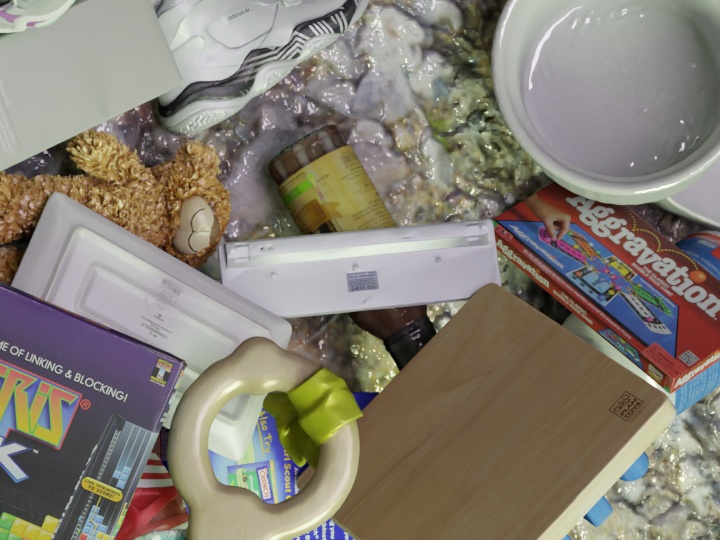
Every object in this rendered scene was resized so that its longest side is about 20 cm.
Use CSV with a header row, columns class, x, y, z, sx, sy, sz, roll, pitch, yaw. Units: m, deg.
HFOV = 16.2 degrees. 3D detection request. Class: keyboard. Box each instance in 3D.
class,x,y,z,sx,sy,sz,roll,pitch,yaw
keyboard,0.000,0.000,1.768,0.198,0.011,0.057,-5,86,-11

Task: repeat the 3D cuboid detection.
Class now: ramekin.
class,x,y,z,sx,sy,sz,roll,pitch,yaw
ramekin,0.199,-0.145,1.905,0.199,0.098,0.202,-1,79,5

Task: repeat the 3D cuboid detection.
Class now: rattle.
class,x,y,z,sx,sy,sz,roll,pitch,yaw
rattle,-0.087,0.149,1.668,0.130,0.143,0.201,29,81,-15

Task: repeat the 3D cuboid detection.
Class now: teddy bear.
class,x,y,z,sx,sy,sz,roll,pitch,yaw
teddy bear,-0.171,-0.027,1.721,0.199,0.067,0.146,9,86,-32

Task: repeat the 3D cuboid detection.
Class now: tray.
class,x,y,z,sx,sy,sz,roll,pitch,yaw
tray,-0.139,0.038,1.689,0.199,0.022,0.108,30,69,-23

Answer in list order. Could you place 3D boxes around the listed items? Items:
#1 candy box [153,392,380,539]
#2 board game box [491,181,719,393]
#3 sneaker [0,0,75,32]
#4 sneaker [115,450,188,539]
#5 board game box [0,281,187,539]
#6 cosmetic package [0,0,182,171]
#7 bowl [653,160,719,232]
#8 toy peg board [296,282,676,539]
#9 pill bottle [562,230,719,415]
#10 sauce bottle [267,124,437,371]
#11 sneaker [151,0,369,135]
class,x,y,z,sx,sy,sz,roll,pitch,yaw
candy box,-0.055,0.172,1.781,0.199,0.077,0.171,2,84,-32
board game box,0.197,0.005,1.907,0.103,0.200,0.020,-30,146,-31
sneaker,-0.274,-0.157,1.569,0.140,0.199,0.078,-42,115,-45
sneaker,-0.213,0.176,1.674,0.199,0.078,0.116,-24,82,-9
board game box,-0.232,0.096,1.609,0.199,0.057,0.166,22,89,0
cosmetic package,-0.229,-0.118,1.666,0.199,0.107,0.091,-32,105,-32
bowl,0.299,-0.123,2.032,0.199,0.074,0.201,16,79,-31
toy peg board,0.098,0.142,1.711,0.200,0.199,0.098,-46,132,-10
pill bottle,0.222,0.059,1.948,0.199,0.112,0.113,-31,104,-32
sauce bottle,0.006,-0.005,1.805,0.064,0.065,0.201,-26,81,-31
sneaker,-0.082,-0.192,1.784,0.200,0.075,0.115,-40,111,-25
